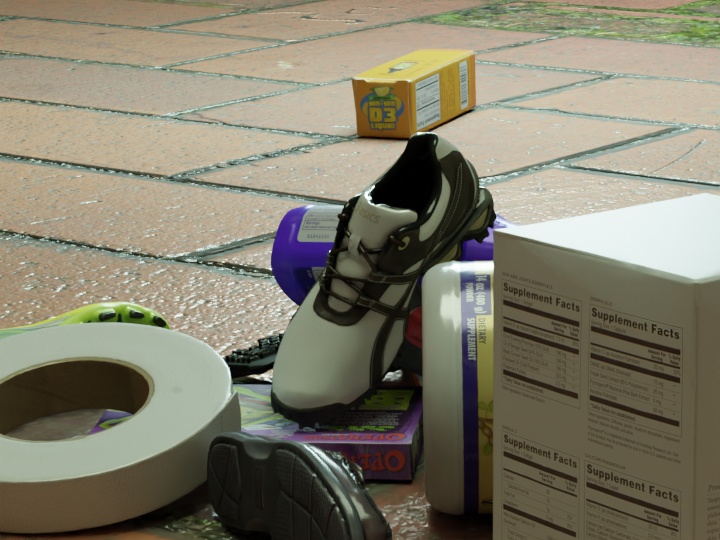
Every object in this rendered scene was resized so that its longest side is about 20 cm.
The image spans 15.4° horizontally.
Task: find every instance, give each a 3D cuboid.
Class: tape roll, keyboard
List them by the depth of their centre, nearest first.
[{"bbox_3d":[-0.172,0.090,1.583,0.202,0.037,0.203,-4,25,2],"label":"tape roll"},{"bbox_3d":[-0.014,0.037,1.841,0.200,0.021,0.127,-19,2,-27],"label":"keyboard"}]

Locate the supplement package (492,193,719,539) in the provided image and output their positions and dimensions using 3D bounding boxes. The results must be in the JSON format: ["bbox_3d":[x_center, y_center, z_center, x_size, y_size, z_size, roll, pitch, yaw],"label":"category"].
[{"bbox_3d":[0.168,0.078,1.327,0.152,0.200,0.151,-10,16,-35],"label":"supplement package"}]

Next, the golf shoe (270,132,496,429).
[{"bbox_3d":[0.000,0.000,1.622,0.078,0.095,0.200,22,68,30],"label":"golf shoe"}]

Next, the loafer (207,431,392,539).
[{"bbox_3d":[-0.022,0.123,1.454,0.063,0.072,0.200,-3,9,-25],"label":"loafer"}]

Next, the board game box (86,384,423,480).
[{"bbox_3d":[-0.060,0.098,1.649,0.200,0.032,0.120,1,10,9],"label":"board game box"}]

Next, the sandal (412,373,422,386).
[{"bbox_3d":[0.066,0.045,1.795,0.079,0.059,0.207,-5,14,-15],"label":"sandal"}]

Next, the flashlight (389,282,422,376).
[{"bbox_3d":[0.073,0.048,1.657,0.200,0.068,0.068,27,55,28],"label":"flashlight"}]

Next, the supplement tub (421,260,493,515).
[{"bbox_3d":[0.135,0.065,1.510,0.200,0.146,0.145,-1,13,2],"label":"supplement tub"}]

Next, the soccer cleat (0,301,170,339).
[{"bbox_3d":[-0.213,0.056,1.766,0.200,0.065,0.084,-14,15,-42],"label":"soccer cleat"}]

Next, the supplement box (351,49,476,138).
[{"bbox_3d":[0.058,-0.186,2.791,0.066,0.069,0.200,3,12,23],"label":"supplement box"}]

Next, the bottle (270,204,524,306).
[{"bbox_3d":[0.041,-0.006,1.747,0.200,0.065,0.084,0,-26,33],"label":"bottle"}]
